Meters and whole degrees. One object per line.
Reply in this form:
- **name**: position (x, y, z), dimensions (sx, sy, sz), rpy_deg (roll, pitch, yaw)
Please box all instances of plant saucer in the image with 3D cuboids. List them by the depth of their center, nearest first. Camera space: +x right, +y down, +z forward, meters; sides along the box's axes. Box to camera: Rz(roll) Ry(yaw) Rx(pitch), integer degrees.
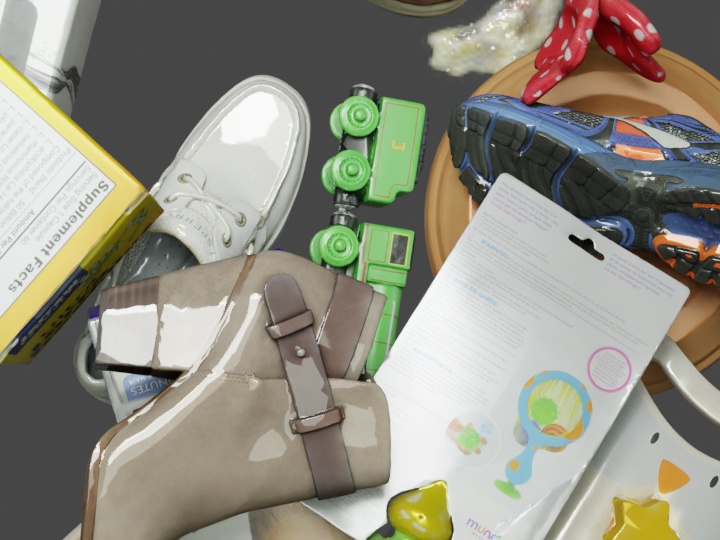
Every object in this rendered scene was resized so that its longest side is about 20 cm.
- **plant saucer**: position (0.134, -0.029, 1.154), dimensions (0.198, 0.037, 0.202), rpy_deg (0, 86, 0)

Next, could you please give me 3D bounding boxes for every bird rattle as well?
- **bird rattle**: position (0.107, -0.195, 1.094), dimensions (0.112, 0.164, 0.201), rpy_deg (2, 53, 10)

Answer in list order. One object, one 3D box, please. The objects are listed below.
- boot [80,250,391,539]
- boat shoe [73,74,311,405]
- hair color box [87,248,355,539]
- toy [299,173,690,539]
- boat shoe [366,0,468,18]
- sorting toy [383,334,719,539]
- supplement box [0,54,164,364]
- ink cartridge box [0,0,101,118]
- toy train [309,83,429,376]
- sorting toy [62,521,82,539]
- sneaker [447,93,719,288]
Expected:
- **boot**: position (-0.058, 0.090, 1.015), dimensions (0.145, 0.070, 0.202), rpy_deg (5, 92, -7)
- **boat shoe**: position (-0.088, -0.016, 1.133), dimensions (0.070, 0.069, 0.201), rpy_deg (29, 85, 3)
- **hair color box**: position (-0.061, 0.102, 1.082), dimensions (0.108, 0.065, 0.202), rpy_deg (-17, 98, -6)
- **toy**: position (0.067, 0.066, 1.075), dimensions (0.115, 0.047, 0.201), rpy_deg (32, 73, 3)
- **boat shoe**: position (-0.030, -0.188, 1.145), dimensions (0.198, 0.072, 0.076), rpy_deg (8, 86, 0)
- **sorting toy**: position (0.142, 0.131, 1.109), dimensions (0.199, 0.107, 0.181), rpy_deg (35, 85, 2)
- **supplement box**: position (-0.206, -0.060, 1.032), dimensions (0.200, 0.110, 0.109), rpy_deg (42, 88, 1)
- **ink cartridge box**: position (-0.221, -0.130, 1.132), dimensions (0.143, 0.084, 0.202), rpy_deg (14, 87, 0)
- **toy train**: position (0.000, 0.000, 1.150), dimensions (0.056, 0.042, 0.202), rpy_deg (9, 86, -11)
- **sorting toy**: position (-0.077, 0.204, 1.138), dimensions (0.185, 0.036, 0.200), rpy_deg (-42, 92, -3)
- **sneaker**: position (0.140, -0.049, 1.108), dimensions (0.199, 0.079, 0.076), rpy_deg (20, 129, 12)
